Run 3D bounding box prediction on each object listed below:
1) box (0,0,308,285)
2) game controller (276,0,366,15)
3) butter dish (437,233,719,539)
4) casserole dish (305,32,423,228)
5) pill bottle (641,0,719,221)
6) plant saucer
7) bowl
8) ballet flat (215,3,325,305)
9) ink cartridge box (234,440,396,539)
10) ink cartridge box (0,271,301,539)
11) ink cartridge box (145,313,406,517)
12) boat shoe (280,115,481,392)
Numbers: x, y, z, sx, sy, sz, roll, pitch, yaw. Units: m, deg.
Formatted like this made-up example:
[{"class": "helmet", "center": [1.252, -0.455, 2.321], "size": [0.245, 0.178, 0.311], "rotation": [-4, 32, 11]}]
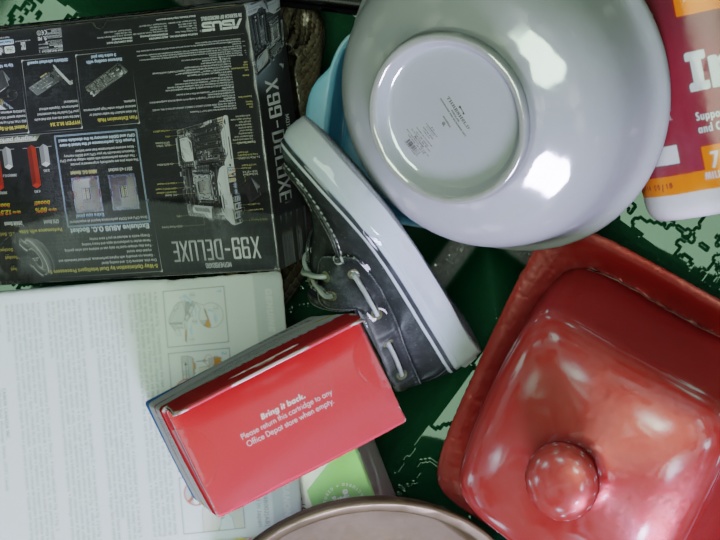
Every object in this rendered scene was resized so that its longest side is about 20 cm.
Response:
[{"class": "box", "center": [-0.136, -0.076, 1.309], "size": [0.199, 0.050, 0.159], "rotation": [-4, 100, 22]}, {"class": "game controller", "center": [-0.027, -0.207, 1.305], "size": [0.198, 0.042, 0.105], "rotation": [7, 81, 7]}, {"class": "butter dish", "center": [0.137, 0.104, 1.243], "size": [0.199, 0.148, 0.200], "rotation": [30, 110, 17]}, {"class": "casserole dish", "center": [0.067, -0.084, 1.312], "size": [0.198, 0.039, 0.122], "rotation": [8, 98, 8]}, {"class": "pill bottle", "center": [0.201, -0.137, 1.251], "size": [0.112, 0.113, 0.201], "rotation": [-12, 94, 9]}, {"class": "plant saucer", "center": [0.001, 0.210, 1.312], "size": [0.198, 0.030, 0.201], "rotation": [-4, 124, -6]}, {"class": "bowl", "center": [0.065, -0.095, 1.214], "size": [0.200, 0.090, 0.203], "rotation": [9, 110, 25]}, {"class": "ballet flat", "center": [-0.056, -0.069, 1.327], "size": [0.067, 0.046, 0.202], "rotation": [11, 97, 7]}, {"class": "ink cartridge box", "center": [-0.090, 0.135, 1.340], "size": [0.199, 0.067, 0.118], "rotation": [-21, 91, 10]}, {"class": "ink cartridge box", "center": [-0.141, 0.087, 1.300], "size": [0.198, 0.047, 0.161], "rotation": [-5, 89, -7]}, {"class": "ink cartridge box", "center": [-0.048, 0.077, 1.186], "size": [0.116, 0.200, 0.068], "rotation": [-27, 92, -8]}, {"class": "boat shoe", "center": [0.000, 0.000, 1.276], "size": [0.071, 0.072, 0.200], "rotation": [-34, 120, 2]}]
